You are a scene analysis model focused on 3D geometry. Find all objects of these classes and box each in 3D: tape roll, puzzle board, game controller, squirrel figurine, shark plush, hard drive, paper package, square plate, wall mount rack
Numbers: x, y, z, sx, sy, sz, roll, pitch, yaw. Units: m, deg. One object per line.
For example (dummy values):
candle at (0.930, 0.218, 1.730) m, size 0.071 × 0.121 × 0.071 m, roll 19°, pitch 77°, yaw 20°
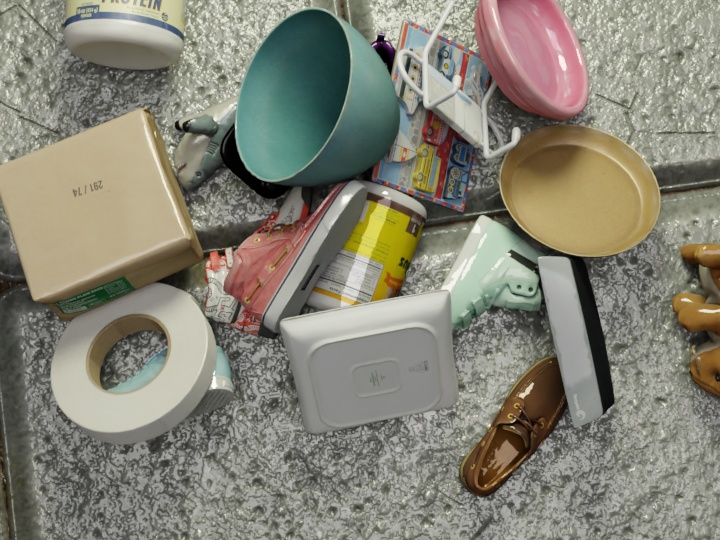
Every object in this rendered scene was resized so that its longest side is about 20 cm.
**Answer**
tape roll at (-0.270, 0.107, 1.268) m, size 0.201 × 0.037 × 0.204 m, roll -7°, pitch 57°, yaw 11°
puzzle board at (0.093, -0.188, 1.310) m, size 0.150 × 0.017 × 0.202 m, roll 15°, pitch 83°, yaw -37°
game controller at (-0.086, -0.189, 1.311) m, size 0.104 × 0.042 × 0.201 m, roll 42°, pitch 78°, yaw -32°
squirrel figurine at (0.478, 0.061, 1.278) m, size 0.198 × 0.142 × 0.188 m, roll -1°, pitch 91°, yaw 2°
shark plush at (-0.150, -0.179, 1.347) m, size 0.199 × 0.091 × 0.084 m, roll -30°, pitch 106°, yaw -23°
hard drive at (0.260, 0.078, 1.271) m, size 0.042 × 0.135 × 0.202 m, roll -13°, pitch 86°, yaw 21°
paper package at (-0.311, -0.065, 1.280) m, size 0.199 × 0.104 × 0.192 m, roll -22°, pitch 72°, yaw -3°
square plate at (0.017, 0.117, 1.253) m, size 0.197 × 0.201 × 0.029 m, roll -10°, pitch 42°, yaw -1°
wall mount rack at (0.134, -0.234, 1.288) m, size 0.200 × 0.074 × 0.175 m, roll 33°, pitch 44°, yaw -34°

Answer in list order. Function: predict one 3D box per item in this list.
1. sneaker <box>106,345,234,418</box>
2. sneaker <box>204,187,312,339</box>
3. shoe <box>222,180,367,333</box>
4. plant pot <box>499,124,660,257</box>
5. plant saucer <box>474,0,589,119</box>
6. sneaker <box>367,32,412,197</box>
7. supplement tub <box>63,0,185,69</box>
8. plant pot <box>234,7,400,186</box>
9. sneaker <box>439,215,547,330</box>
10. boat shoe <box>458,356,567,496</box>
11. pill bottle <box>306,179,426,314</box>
sneaker at (-0.251, 0.142, 1.306) m, size 0.198 × 0.074 × 0.082 m, roll -12°, pitch 55°, yaw 3°
sneaker at (-0.130, -0.025, 1.312) m, size 0.107 × 0.067 × 0.203 m, roll 15°, pitch 88°, yaw -2°
shoe at (-0.079, -0.034, 1.229) m, size 0.091 × 0.071 × 0.201 m, roll 35°, pitch 98°, yaw 18°
plant pot at (0.267, -0.094, 1.307) m, size 0.198 × 0.028 × 0.201 m, roll 2°, pitch 58°, yaw -4°
plant saucer at (0.204, -0.271, 1.298) m, size 0.051 × 0.200 × 0.202 m, roll -26°, pitch 84°, yaw 38°
sneaker at (0.031, -0.189, 1.317) m, size 0.074 × 0.088 × 0.202 m, roll -11°, pitch 85°, yaw 1°
supplement tub at (-0.284, -0.361, 1.302) m, size 0.144 × 0.145 × 0.202 m, roll 2°, pitch 85°, yaw 0°
plant pot at (-0.032, -0.182, 1.229) m, size 0.134 × 0.199 × 0.202 m, roll 16°, pitch 83°, yaw -42°
sneaker at (0.155, 0.044, 1.302) m, size 0.118 × 0.074 × 0.201 m, roll 27°, pitch 83°, yaw 8°
boat shoe at (0.196, 0.193, 1.295) m, size 0.072 × 0.068 × 0.201 m, roll 37°, pitch 86°, yaw 3°
pill bottle at (0.000, 0.000, 1.290) m, size 0.109 × 0.109 × 0.201 m, roll 21°, pitch 85°, yaw 1°
